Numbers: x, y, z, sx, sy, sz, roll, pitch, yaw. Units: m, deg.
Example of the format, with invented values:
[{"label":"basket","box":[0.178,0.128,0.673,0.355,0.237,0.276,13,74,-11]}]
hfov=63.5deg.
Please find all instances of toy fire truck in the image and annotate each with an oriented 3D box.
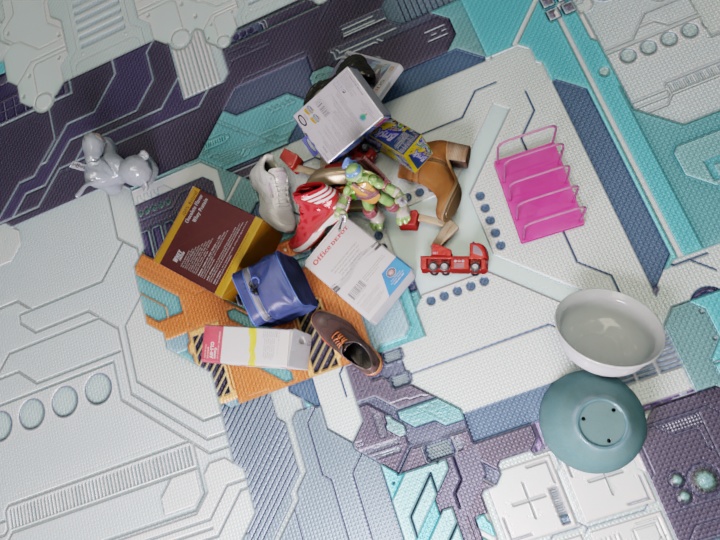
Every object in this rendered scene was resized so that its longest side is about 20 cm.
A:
[{"label":"toy fire truck","box":[0.182,-0.061,1.289,0.199,0.049,0.141,0,76,12]},{"label":"toy fire truck","box":[-0.076,-0.268,1.387,0.200,0.049,0.141,32,88,16]}]

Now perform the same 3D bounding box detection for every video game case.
[{"label":"video game case","box":[-0.018,-0.434,1.394,0.200,0.023,0.182,32,86,42]}]

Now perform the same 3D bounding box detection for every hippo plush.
[{"label":"hippo plush","box":[-0.598,-0.270,1.453,0.160,0.200,0.160,-6,98,4]}]

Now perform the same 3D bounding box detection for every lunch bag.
[{"label":"lunch bag","box":[-0.194,0.049,1.272,0.132,0.200,0.136,-28,78,7]}]

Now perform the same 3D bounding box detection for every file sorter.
[{"label":"file sorter","box":[0.379,-0.184,1.231,0.139,0.125,0.200,-17,74,9]}]

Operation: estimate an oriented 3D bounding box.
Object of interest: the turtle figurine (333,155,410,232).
[{"label":"turtle figurine","box":[0.027,-0.124,1.215,0.144,0.194,0.200,-42,57,9]}]

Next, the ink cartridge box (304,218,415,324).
[{"label":"ink cartridge box","box":[0.000,0.000,1.298,0.200,0.086,0.147,39,88,19]}]

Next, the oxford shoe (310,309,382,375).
[{"label":"oxford shoe","box":[-0.035,0.151,1.279,0.200,0.073,0.071,37,88,18]}]

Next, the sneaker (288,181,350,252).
[{"label":"sneaker","box":[-0.124,-0.130,1.312,0.200,0.115,0.078,-40,27,29]}]

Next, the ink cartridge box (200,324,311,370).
[{"label":"ink cartridge box","box":[-0.225,0.170,1.280,0.199,0.145,0.084,1,79,13]}]

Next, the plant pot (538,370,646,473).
[{"label":"plant pot","box":[0.447,0.288,1.105,0.200,0.135,0.201,-3,77,13]}]

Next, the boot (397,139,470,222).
[{"label":"boot","box":[0.154,-0.204,1.316,0.154,0.074,0.200,10,68,21]}]

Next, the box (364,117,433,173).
[{"label":"box","box":[0.070,-0.300,1.322,0.064,0.070,0.200,-47,49,0]}]

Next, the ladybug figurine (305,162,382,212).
[{"label":"ladybug figurine","box":[-0.026,-0.195,1.328,0.199,0.136,0.072,4,55,-5]}]

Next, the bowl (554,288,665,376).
[{"label":"bowl","box":[0.474,0.136,1.136,0.200,0.091,0.201,-1,43,1]}]

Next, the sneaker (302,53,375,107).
[{"label":"sneaker","box":[-0.050,-0.408,1.343,0.200,0.076,0.091,-43,56,10]}]

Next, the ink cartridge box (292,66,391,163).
[{"label":"ink cartridge box","box":[-0.053,-0.332,1.290,0.200,0.076,0.137,-36,90,21]}]

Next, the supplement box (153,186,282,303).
[{"label":"supplement box","box":[-0.329,-0.055,1.361,0.200,0.133,0.198,25,84,17]}]

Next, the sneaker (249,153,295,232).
[{"label":"sneaker","box":[-0.203,-0.183,1.375,0.100,0.075,0.200,-45,66,48]}]
